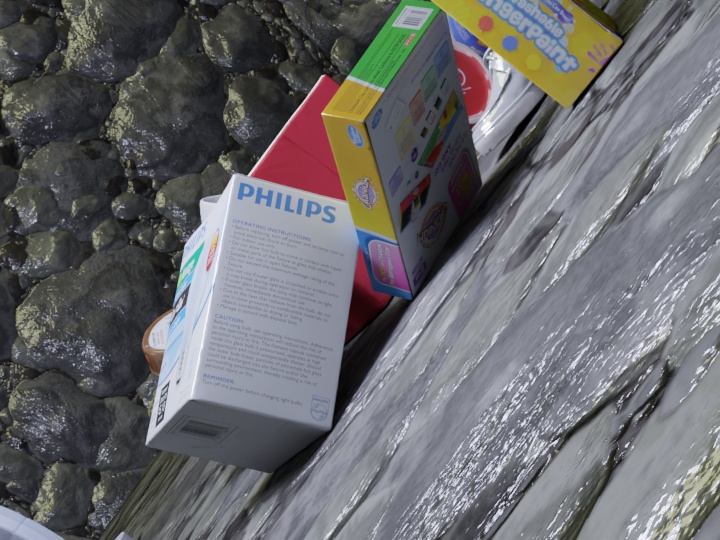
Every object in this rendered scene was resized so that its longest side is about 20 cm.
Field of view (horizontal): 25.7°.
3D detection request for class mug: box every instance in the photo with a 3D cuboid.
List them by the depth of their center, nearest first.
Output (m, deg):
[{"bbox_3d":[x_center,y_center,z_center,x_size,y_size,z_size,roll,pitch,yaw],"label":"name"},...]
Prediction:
[{"bbox_3d":[0.073,-0.191,1.856,0.178,0.133,0.200,-57,10,-34],"label":"mug"}]

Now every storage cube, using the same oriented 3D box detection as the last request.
[{"bbox_3d":[-0.034,-0.051,1.583,0.171,0.179,0.200,-56,6,-26],"label":"storage cube"}]

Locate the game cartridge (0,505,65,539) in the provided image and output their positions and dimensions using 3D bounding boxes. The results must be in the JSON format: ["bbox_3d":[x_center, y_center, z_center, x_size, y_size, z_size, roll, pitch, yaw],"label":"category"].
[{"bbox_3d":[-0.300,0.312,1.469,0.133,0.199,0.041,-52,2,18],"label":"game cartridge"}]

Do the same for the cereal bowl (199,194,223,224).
[{"bbox_3d":[-0.082,-0.045,1.790,0.200,0.198,0.084,-95,2,-83],"label":"cereal bowl"}]

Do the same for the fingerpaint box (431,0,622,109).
[{"bbox_3d":[0.112,-0.231,1.287,0.074,0.199,0.167,-51,6,15],"label":"fingerpaint box"}]

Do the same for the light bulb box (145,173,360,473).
[{"bbox_3d":[-0.093,0.052,1.373,0.198,0.124,0.202,136,145,-64],"label":"light bulb box"}]

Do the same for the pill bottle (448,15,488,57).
[{"bbox_3d":[0.170,-0.321,1.920,0.112,0.112,0.200,-54,5,-6],"label":"pill bottle"}]

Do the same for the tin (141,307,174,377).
[{"bbox_3d":[-0.151,0.058,1.771,0.199,0.042,0.112,-23,30,0],"label":"tin"}]

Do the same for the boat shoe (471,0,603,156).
[{"bbox_3d":[0.151,-0.198,1.465,0.201,0.068,0.072,-55,5,-12],"label":"boat shoe"}]

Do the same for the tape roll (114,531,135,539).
[{"bbox_3d":[-0.286,0.379,1.675,0.201,0.066,0.200,-53,5,6],"label":"tape roll"}]

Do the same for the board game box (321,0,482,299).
[{"bbox_3d":[0.040,-0.100,1.323,0.153,0.040,0.201,-57,-34,-35],"label":"board game box"}]
